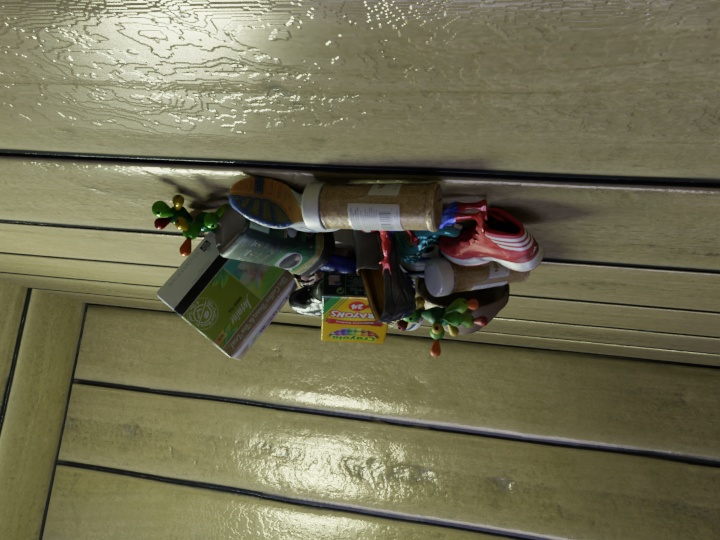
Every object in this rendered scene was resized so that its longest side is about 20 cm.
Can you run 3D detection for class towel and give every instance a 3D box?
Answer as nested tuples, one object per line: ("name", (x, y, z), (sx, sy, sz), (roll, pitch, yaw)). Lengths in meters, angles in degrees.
("towel", (0.000, 0.000, 1.167), (0.146, 0.050, 0.198), (24, 174, -40))

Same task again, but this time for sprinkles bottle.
("sprinkles bottle", (0.016, -0.092, 0.862), (0.196, 0.070, 0.068), (3, 168, 19))
("sprinkles bottle", (0.218, 0.002, 1.111), (0.197, 0.070, 0.068), (-8, 175, -22))

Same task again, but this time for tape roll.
("tape roll", (-0.066, -0.055, 1.218), (0.199, 0.038, 0.203), (6, 170, 1))

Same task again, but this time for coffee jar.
("coffee jar", (-0.142, -0.054, 1.037), (0.198, 0.087, 0.104), (16, 141, -41))

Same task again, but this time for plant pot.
("plant pot", (0.211, 0.069, 1.259), (0.197, 0.094, 0.202), (-1, -153, 1))

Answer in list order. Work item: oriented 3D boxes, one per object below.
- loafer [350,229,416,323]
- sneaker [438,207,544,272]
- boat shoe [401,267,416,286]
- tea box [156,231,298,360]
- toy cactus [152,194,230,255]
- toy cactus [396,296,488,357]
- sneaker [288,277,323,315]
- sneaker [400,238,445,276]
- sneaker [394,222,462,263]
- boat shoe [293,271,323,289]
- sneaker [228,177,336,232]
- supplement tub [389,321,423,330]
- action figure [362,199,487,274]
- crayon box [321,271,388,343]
("loafer", (0.024, -0.013, 0.968), (0.072, 0.203, 0.072), (-17, 170, -45))
("sneaker", (0.198, -0.065, 0.990), (0.198, 0.079, 0.116), (6, 148, 43))
("boat shoe", (0.062, 0.003, 1.344), (0.197, 0.070, 0.072), (11, 168, -20))
("tea box", (-0.261, 0.040, 1.210), (0.196, 0.201, 0.134), (37, 170, 4))
("toy cactus", (-0.287, -0.078, 1.095), (0.197, 0.104, 0.164), (3, -178, -31))
("toy cactus", (0.127, 0.090, 1.107), (0.198, 0.104, 0.164), (-5, -171, -41))
("sneaker", (-0.070, 0.044, 1.172), (0.197, 0.068, 0.090), (-2, 155, 31))
("sneaker", (0.168, -0.015, 1.157), (0.196, 0.082, 0.146), (11, 174, 10))
("sneaker", (0.098, -0.052, 1.024), (0.077, 0.081, 0.199), (14, 166, -33))
("boat shoe", (-0.102, 0.011, 1.281), (0.074, 0.073, 0.200), (1, 168, 24))
("sneaker", (-0.116, -0.093, 0.962), (0.197, 0.077, 0.088), (11, 169, -18))
("supplement tub", (0.054, 0.061, 1.445), (0.197, 0.147, 0.144), (11, 168, -21))
("action figure", (0.095, -0.052, 0.920), (0.196, 0.101, 0.065), (1, -150, 19))
("crayon box", (-0.010, 0.080, 1.101), (0.124, 0.052, 0.201), (2, 147, -3))
